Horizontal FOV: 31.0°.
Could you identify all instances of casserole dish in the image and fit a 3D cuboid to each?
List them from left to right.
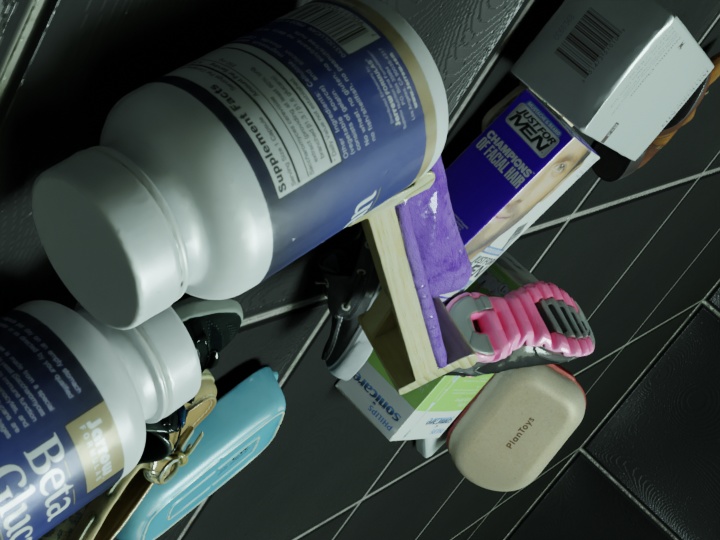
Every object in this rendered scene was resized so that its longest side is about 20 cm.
[{"bbox_3d":[-0.131,0.156,1.055,0.200,0.039,0.121,-38,166,-29],"label":"casserole dish"}]

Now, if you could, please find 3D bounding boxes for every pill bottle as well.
[{"bbox_3d":[-0.185,0.085,0.688,0.200,0.111,0.111,-35,158,-33],"label":"pill bottle"},{"bbox_3d":[-0.059,-0.055,0.654,0.200,0.111,0.111,-34,158,-33],"label":"pill bottle"}]

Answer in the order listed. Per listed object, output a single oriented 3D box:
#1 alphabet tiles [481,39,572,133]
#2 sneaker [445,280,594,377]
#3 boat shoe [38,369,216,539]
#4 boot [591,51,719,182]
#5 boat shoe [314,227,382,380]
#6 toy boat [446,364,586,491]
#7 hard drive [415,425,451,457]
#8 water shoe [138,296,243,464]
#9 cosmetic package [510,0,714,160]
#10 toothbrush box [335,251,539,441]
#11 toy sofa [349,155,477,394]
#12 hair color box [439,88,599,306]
[{"bbox_3d":[0.172,-0.163,1.120,0.195,0.015,0.200,-40,161,-12],"label":"alphabet tiles"},{"bbox_3d":[0.130,0.065,1.197,0.199,0.079,0.095,2,147,-39],"label":"sneaker"},{"bbox_3d":[-0.170,0.155,0.942,0.200,0.063,0.073,-46,162,-1],"label":"boat shoe"},{"bbox_3d":[0.350,-0.189,1.377,0.200,0.068,0.189,-32,157,-39],"label":"boot"},{"bbox_3d":[0.000,0.000,1.002,0.070,0.066,0.200,-76,-171,-51],"label":"boat shoe"},{"bbox_3d":[0.198,0.187,1.695,0.200,0.130,0.131,-54,-171,20],"label":"toy boat"},{"bbox_3d":[0.122,0.164,1.668,0.132,0.027,0.200,-43,161,-14],"label":"hard drive"},{"bbox_3d":[-0.141,0.089,0.844,0.200,0.079,0.072,-33,158,-36],"label":"water shoe"},{"bbox_3d":[0.208,-0.163,1.046,0.113,0.081,0.200,-52,159,15],"label":"cosmetic package"},{"bbox_3d":[0.090,0.071,1.308,0.200,0.086,0.145,-52,159,11],"label":"toothbrush box"},{"bbox_3d":[0.036,-0.016,0.887,0.097,0.083,0.200,-25,137,-7],"label":"toy sofa"},{"bbox_3d":[0.101,-0.053,1.089,0.200,0.065,0.109,-47,162,12],"label":"hair color box"}]
